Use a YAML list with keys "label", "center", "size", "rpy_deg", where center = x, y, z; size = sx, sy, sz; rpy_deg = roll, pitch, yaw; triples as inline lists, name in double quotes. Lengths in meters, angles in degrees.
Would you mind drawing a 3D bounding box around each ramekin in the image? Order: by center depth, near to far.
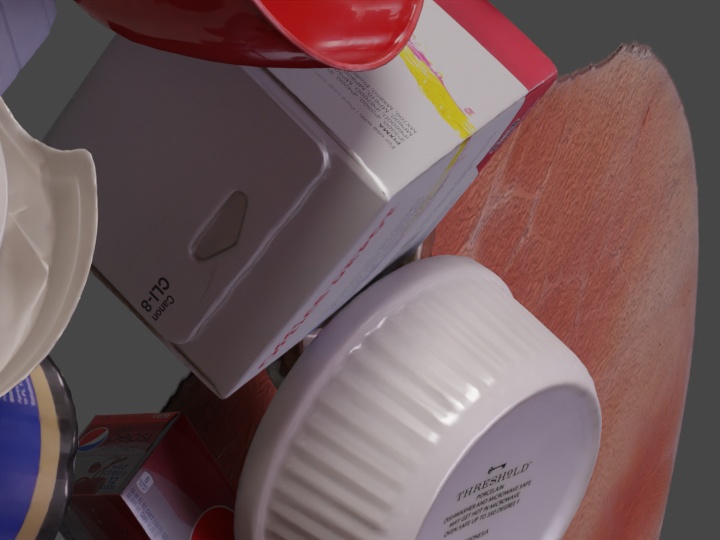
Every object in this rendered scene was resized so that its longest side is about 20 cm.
- label: "ramekin"
  center: [0.038, 0.102, 1.074]
  size: [0.202, 0.094, 0.203]
  rpy_deg: [-35, 142, -32]

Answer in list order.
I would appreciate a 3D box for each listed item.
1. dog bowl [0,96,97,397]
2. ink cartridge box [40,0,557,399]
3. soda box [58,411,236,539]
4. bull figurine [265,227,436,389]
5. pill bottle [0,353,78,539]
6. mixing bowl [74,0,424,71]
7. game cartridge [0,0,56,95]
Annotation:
- label: "dog bowl"
  center: [-0.184, -0.029, 0.664]
  size: [0.059, 0.200, 0.200]
  rpy_deg: [-39, -171, 46]
- label: "ink cartridge box"
  center: [-0.032, -0.065, 0.999]
  size: [0.145, 0.145, 0.200]
  rpy_deg: [-50, 174, 32]
- label: "soda box"
  center: [-0.084, 0.168, 1.112]
  size: [0.063, 0.070, 0.200]
  rpy_deg: [-54, 126, -38]
- label: "bull figurine"
  center: [0.000, 0.000, 1.177]
  size: [0.065, 0.122, 0.200]
  rpy_deg: [2, 149, -31]
- label: "pill bottle"
  center: [-0.203, 0.058, 0.741]
  size: [0.200, 0.112, 0.112]
  rpy_deg: [15, 93, -54]
- label: "mixing bowl"
  center: [-0.068, -0.162, 0.827]
  size: [0.200, 0.108, 0.200]
  rpy_deg: [35, 49, -52]
- label: "game cartridge"
  center: [-0.188, -0.086, 0.804]
  size: [0.200, 0.041, 0.133]
  rpy_deg: [-59, 152, -32]
